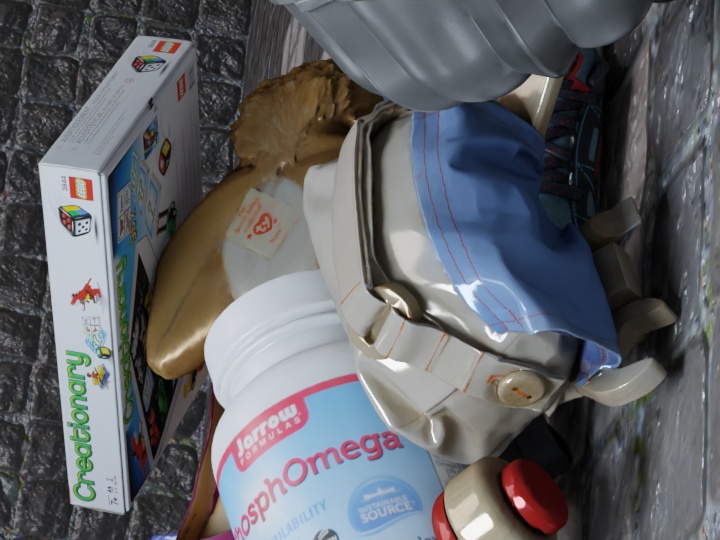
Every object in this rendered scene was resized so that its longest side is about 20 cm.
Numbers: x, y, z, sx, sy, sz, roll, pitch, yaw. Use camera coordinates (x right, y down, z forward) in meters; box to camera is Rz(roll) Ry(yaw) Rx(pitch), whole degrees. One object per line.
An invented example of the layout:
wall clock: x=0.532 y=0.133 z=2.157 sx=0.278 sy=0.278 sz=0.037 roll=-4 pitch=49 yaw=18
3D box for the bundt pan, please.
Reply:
bundt pan: x=0.065 y=-0.133 z=0.867 sx=0.076 sy=0.201 sz=0.202 roll=55 pitch=-169 yaw=-22

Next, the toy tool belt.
toy tool belt: x=0.059 y=0.011 z=0.879 sx=0.123 sy=0.125 sz=0.201 roll=-39 pitch=51 yaw=24

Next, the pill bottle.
pill bottle: x=0.002 y=0.101 z=0.935 sx=0.109 sy=0.108 sz=0.201 roll=107 pitch=148 yaw=-48

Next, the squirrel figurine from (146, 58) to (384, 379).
squirrel figurine: x=0.000 y=0.000 z=1.148 sx=0.187 sy=0.141 sz=0.201 roll=39 pitch=-138 yaw=-51

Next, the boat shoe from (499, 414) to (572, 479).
boat shoe: x=0.077 y=0.028 z=1.058 sx=0.063 sy=0.073 sz=0.201 roll=-22 pitch=37 yaw=28

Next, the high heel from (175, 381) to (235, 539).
high heel: x=-0.076 y=0.096 z=1.187 sx=0.067 sy=0.096 sz=0.200 roll=-14 pitch=36 yaw=37

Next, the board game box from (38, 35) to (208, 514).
board game box: x=-0.112 y=0.003 z=1.117 sx=0.126 sy=0.034 sz=0.201 roll=-62 pitch=-23 yaw=-53

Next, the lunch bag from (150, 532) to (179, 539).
lunch bag: x=-0.055 y=0.280 z=1.440 sx=0.200 sy=0.127 sz=0.171 roll=63 pitch=-155 yaw=-46

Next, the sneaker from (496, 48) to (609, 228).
sneaker: x=0.071 y=-0.065 z=1.019 sx=0.201 sy=0.079 sz=0.096 roll=-90 pitch=7 yaw=-46
